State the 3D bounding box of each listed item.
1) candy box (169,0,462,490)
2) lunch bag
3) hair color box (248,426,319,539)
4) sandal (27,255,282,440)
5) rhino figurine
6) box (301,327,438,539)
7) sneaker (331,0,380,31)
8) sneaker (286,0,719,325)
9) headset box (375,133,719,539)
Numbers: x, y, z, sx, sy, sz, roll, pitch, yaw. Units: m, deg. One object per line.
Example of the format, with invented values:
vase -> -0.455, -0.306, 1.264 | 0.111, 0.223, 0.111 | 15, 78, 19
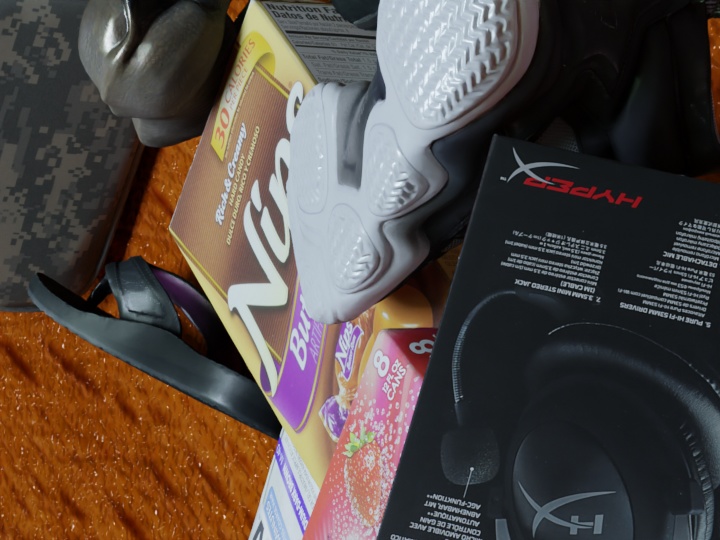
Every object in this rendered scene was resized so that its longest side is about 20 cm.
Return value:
candy box -> 0.000, 0.000, 0.867 | 0.200, 0.056, 0.117 | 57, 135, 43
lunch bag -> -0.193, -0.103, 1.158 | 0.168, 0.139, 0.201 | 52, 131, 44
hair color box -> -0.016, 0.168, 0.921 | 0.109, 0.065, 0.201 | -117, 38, -58
sandal -> -0.082, 0.029, 1.059 | 0.200, 0.075, 0.048 | 23, 83, 49
rhino figurine -> -0.070, -0.092, 0.966 | 0.088, 0.060, 0.200 | -59, -9, -3
box -> 0.035, 0.126, 0.771 | 0.100, 0.095, 0.201 | 52, 131, 45
sneaker -> -0.014, -0.181, 0.799 | 0.076, 0.087, 0.201 | -24, 60, 50
sneaker -> 0.049, -0.039, 0.725 | 0.200, 0.113, 0.076 | 124, 140, -59
headset box -> 0.082, 0.080, 0.620 | 0.077, 0.148, 0.201 | 75, -151, -66
